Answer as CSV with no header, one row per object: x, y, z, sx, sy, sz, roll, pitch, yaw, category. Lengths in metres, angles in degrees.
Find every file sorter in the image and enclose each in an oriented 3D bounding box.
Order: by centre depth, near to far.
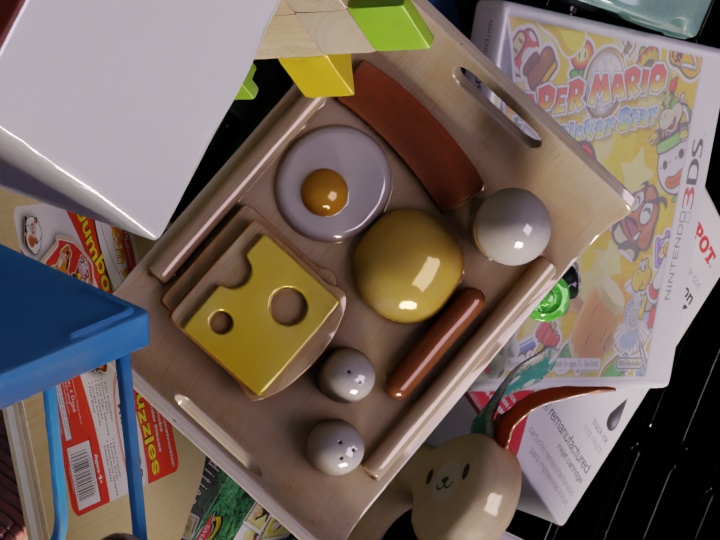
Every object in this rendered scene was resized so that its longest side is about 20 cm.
-0.188,0.062,0.734,0.138,0.199,0.124,-23,122,-40,file sorter

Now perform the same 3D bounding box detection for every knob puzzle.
-0.114,0.032,0.878,0.219,0.030,0.221,-11,90,-71,knob puzzle

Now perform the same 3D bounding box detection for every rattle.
0.001,0.095,0.925,0.142,0.130,0.200,33,114,-10,rattle

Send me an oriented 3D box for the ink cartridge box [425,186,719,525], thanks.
0.104,0.010,1.104,0.201,0.083,0.145,-55,135,-21,ink cartridge box

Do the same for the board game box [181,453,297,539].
-0.021,0.059,0.976,0.105,0.023,0.201,11,113,-58,board game box

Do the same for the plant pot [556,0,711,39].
0.119,-0.226,0.974,0.199,0.200,0.197,10,101,-47,plant pot

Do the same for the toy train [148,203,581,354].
0.000,0.000,0.895,0.198,0.042,0.057,-4,99,-9,toy train

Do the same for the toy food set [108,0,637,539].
0.000,0.000,0.845,0.143,0.060,0.200,42,82,-6,toy food set

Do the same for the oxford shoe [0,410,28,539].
-0.197,0.137,0.858,0.200,0.071,0.074,-42,154,-30,oxford shoe

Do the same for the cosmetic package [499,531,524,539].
0.043,0.266,0.978,0.122,0.200,0.200,27,49,-10,cosmetic package

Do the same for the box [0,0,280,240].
-0.136,-0.104,0.731,0.097,0.199,0.125,37,75,-46,box

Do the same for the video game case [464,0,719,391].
0.110,-0.031,1.015,0.199,0.023,0.183,3,99,-49,video game case

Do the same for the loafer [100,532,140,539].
-0.087,0.117,0.670,0.199,0.072,0.063,-6,106,-44,loafer

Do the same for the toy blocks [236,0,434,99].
-0.043,-0.155,0.839,0.100,0.199,0.137,51,51,-43,toy blocks

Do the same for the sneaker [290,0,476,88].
0.007,-0.050,0.988,0.111,0.076,0.201,27,76,-38,sneaker
